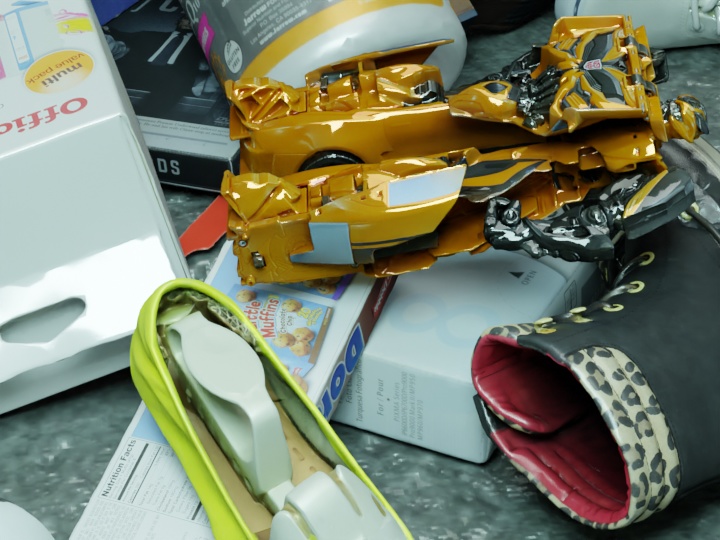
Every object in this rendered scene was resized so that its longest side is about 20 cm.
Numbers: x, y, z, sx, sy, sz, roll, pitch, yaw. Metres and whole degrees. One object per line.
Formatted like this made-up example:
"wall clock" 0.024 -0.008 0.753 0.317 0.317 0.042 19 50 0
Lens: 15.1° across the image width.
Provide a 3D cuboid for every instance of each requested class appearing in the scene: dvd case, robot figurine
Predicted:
"dvd case" -0.090 -0.108 1.384 0.149 0.025 0.200 9 36 21
"robot figurine" 0.043 -0.052 1.119 0.198 0.058 0.145 -11 37 6

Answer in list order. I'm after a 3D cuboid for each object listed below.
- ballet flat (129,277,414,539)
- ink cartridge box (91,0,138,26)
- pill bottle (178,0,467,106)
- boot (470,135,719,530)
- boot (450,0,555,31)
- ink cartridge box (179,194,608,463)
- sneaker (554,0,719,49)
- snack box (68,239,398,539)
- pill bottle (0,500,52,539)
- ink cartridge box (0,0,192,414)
"ballet flat" -0.028 0.082 1.030 0.067 0.067 0.200 -27 63 -19
"ink cartridge box" -0.142 -0.219 1.349 0.047 0.201 0.198 -1 30 41
"pill bottle" -0.038 -0.160 1.297 0.116 0.117 0.201 -17 66 -22
"boot" 0.107 0.017 1.122 0.150 0.073 0.200 -18 61 -38
"boot" 0.055 -0.173 1.407 0.199 0.075 0.097 -28 78 -38
"ink cartridge box" 0.000 0.000 1.217 0.199 0.048 0.160 17 38 20
"sneaker" 0.200 -0.146 1.400 0.199 0.073 0.071 -12 33 -17
"snack box" -0.050 0.055 1.109 0.071 0.024 0.201 13 55 20
"pill bottle" -0.176 0.127 0.965 0.199 0.117 0.116 17 38 23
"ink cartridge box" -0.154 -0.038 1.184 0.128 0.126 0.200 -21 37 -3
